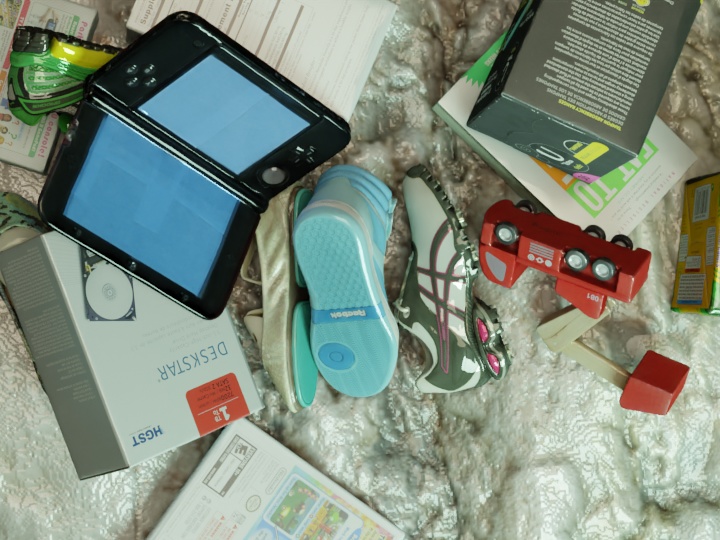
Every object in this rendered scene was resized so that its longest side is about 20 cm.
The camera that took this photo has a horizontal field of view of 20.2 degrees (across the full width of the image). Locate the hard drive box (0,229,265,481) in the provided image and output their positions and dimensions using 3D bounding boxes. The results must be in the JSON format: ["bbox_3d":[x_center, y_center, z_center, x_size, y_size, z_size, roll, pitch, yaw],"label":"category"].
[{"bbox_3d":[-0.188,0.051,1.668,0.156,0.077,0.200,-23,94,-44],"label":"hard drive box"}]

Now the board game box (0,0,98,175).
[{"bbox_3d":[-0.337,-0.179,1.696,0.200,0.064,0.148,19,86,-6],"label":"board game box"}]

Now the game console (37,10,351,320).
[{"bbox_3d":[-0.128,-0.080,1.614,0.172,0.119,0.200,-32,133,30],"label":"game console"}]

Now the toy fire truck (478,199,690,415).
[{"bbox_3d":[0.191,0.031,1.749,0.200,0.049,0.141,21,128,19],"label":"toy fire truck"}]

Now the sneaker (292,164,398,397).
[{"bbox_3d":[0.000,0.000,1.734,0.079,0.131,0.200,1,126,13],"label":"sneaker"}]

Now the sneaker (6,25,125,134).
[{"bbox_3d":[-0.207,-0.143,1.671,0.200,0.078,0.085,10,100,-38],"label":"sneaker"}]

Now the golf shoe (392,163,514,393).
[{"bbox_3d":[0.063,0.009,1.741,0.088,0.077,0.200,-19,91,0],"label":"golf shoe"}]

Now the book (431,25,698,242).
[{"bbox_3d":[0.180,-0.121,1.776,0.200,0.048,0.134,44,82,-2],"label":"book"}]

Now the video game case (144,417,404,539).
[{"bbox_3d":[-0.091,0.256,1.741,0.182,0.024,0.200,36,84,-6],"label":"video game case"}]

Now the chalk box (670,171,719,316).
[{"bbox_3d":[0.386,-0.010,1.758,0.200,0.124,0.124,8,88,-6],"label":"chalk box"}]

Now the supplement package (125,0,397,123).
[{"bbox_3d":[-0.086,-0.209,1.704,0.200,0.114,0.110,23,87,-7],"label":"supplement package"}]

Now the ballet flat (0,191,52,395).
[{"bbox_3d":[-0.265,0.024,1.699,0.074,0.074,0.200,-27,92,-7],"label":"ballet flat"}]

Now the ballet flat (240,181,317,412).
[{"bbox_3d":[-0.071,0.022,1.737,0.062,0.067,0.200,-2,85,20],"label":"ballet flat"}]

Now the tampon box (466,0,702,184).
[{"bbox_3d":[0.195,-0.194,1.688,0.126,0.150,0.200,25,81,-5],"label":"tampon box"}]
